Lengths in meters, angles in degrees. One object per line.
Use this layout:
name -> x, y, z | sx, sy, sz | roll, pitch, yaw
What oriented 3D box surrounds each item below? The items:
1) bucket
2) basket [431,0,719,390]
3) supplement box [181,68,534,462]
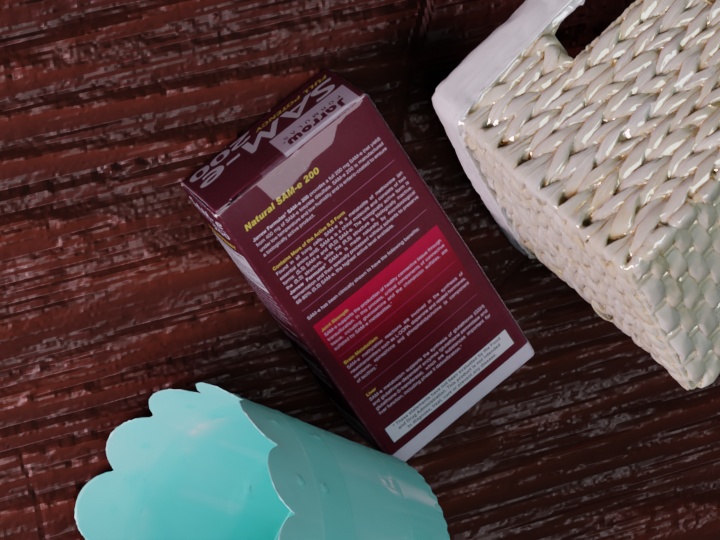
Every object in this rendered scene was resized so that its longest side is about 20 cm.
bucket -> -0.056, 0.173, 1.642 | 0.134, 0.207, 0.208 | 19, 100, -37
basket -> 0.175, -0.075, 1.635 | 0.198, 0.161, 0.200 | -44, 151, -4
supplement box -> 0.000, 0.000, 1.682 | 0.109, 0.061, 0.200 | -38, 120, -8
